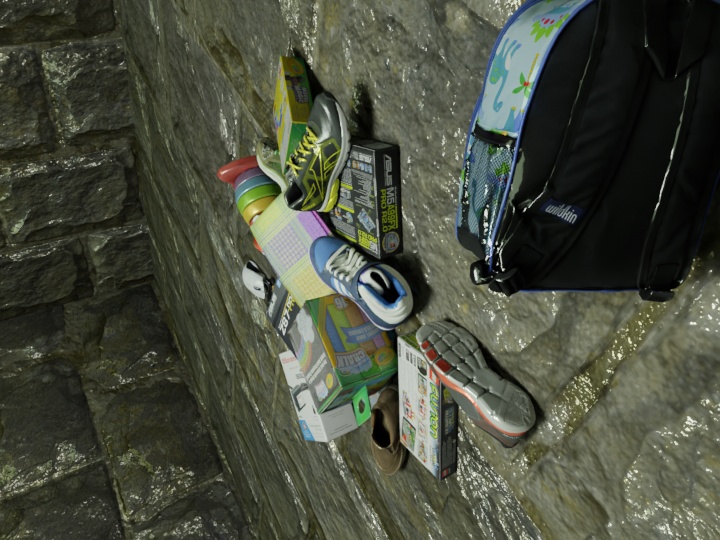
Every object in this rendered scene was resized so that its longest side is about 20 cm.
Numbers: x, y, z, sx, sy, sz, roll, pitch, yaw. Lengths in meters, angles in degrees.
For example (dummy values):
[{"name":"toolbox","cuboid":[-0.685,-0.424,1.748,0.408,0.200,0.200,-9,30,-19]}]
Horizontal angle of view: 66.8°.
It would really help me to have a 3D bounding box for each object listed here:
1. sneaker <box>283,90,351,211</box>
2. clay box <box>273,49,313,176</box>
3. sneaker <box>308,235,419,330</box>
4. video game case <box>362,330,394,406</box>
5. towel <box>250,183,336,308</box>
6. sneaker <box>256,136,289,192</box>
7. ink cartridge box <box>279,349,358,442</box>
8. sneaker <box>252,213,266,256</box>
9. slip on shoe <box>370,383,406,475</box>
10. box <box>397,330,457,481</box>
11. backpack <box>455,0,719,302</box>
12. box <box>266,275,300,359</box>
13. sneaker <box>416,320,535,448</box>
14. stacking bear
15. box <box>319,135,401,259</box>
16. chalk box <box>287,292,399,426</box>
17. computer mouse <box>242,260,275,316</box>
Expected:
[{"name":"sneaker","cuboid":[-0.070,-0.166,0.820,0.075,0.083,0.203,49,144,37]},{"name":"clay box","cuboid":[-0.117,-0.276,0.945,0.116,0.046,0.204,112,153,-50]},{"name":"sneaker","cuboid":[0.000,0.000,0.815,0.200,0.080,0.147,44,164,10]},{"name":"video game case","cuboid":[0.013,0.164,1.007,0.143,0.017,0.204,41,138,48]},{"name":"towel","cuboid":[-0.097,-0.031,0.944,0.143,0.023,0.202,-38,87,29]},{"name":"sneaker","cuboid":[-0.130,-0.205,1.039,0.201,0.076,0.090,51,132,28]},{"name":"ink cartridge box","cuboid":[-0.095,0.257,1.186,0.144,0.083,0.205,-29,78,62]},{"name":"sneaker","cuboid":[-0.147,-0.023,1.017,0.070,0.092,0.203,-41,59,39]},{"name":"slip on shoe","cuboid":[0.044,0.292,0.957,0.075,0.060,0.204,30,130,28]},{"name":"box","cuboid":[0.103,0.209,0.845,0.110,0.034,0.205,32,131,52]},{"name":"backpack","cuboid":[0.166,-0.099,0.412,0.148,0.178,0.205,-116,31,-62]},{"name":"box","cuboid":[-0.111,0.053,1.084,0.161,0.048,0.204,45,123,42]},{"name":"sneaker","cuboid":[0.137,0.152,0.713,0.200,0.076,0.083,49,150,40]},{"name":"stacking bear","cuboid":[-0.207,-0.129,1.159,0.121,0.112,0.204,35,-148,-74]},{"name":"box","cuboid":[-0.009,-0.126,0.866,0.199,0.043,0.164,30,131,54]},{"name":"chalk box","cuboid":[-0.022,0.152,0.911,0.203,0.122,0.125,64,146,21]},{"name":"computer mouse","cuboid":[-0.275,0.041,1.452,0.199,0.043,0.112,38,137,49]}]
